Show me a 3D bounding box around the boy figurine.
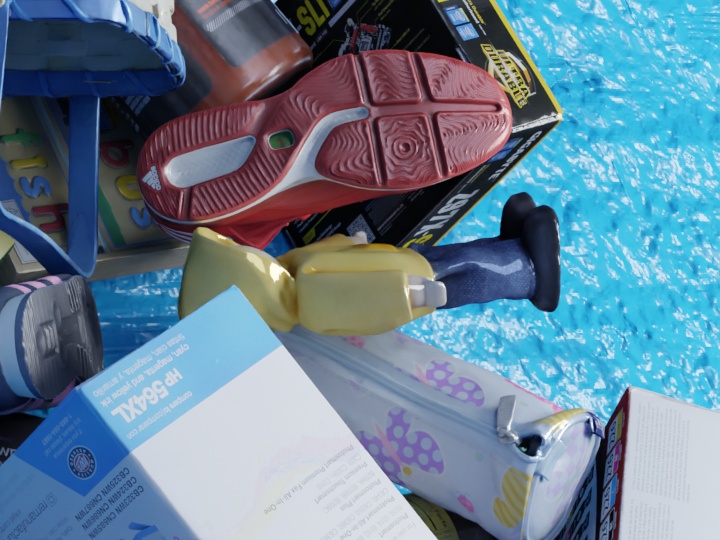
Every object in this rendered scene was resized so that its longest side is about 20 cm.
[{"bbox_3d":[0.000,0.000,1.520,0.199,0.065,0.124,-4,15,-13],"label":"boy figurine"}]

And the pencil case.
[{"bbox_3d":[0.028,0.078,1.552,0.199,0.083,0.091,24,-1,26],"label":"pencil case"}]

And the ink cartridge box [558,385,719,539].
[{"bbox_3d":[0.148,0.199,1.569,0.083,0.176,0.201,15,48,-6],"label":"ink cartridge box"}]

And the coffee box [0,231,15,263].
[{"bbox_3d":[-0.285,-0.036,1.484,0.200,0.044,0.123,42,42,-5],"label":"coffee box"}]

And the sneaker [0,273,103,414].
[{"bbox_3d":[-0.180,0.039,1.460,0.200,0.082,0.071,29,53,-81],"label":"sneaker"}]

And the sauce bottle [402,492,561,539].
[{"bbox_3d":[0.027,0.153,1.571,0.199,0.065,0.065,-8,64,-42],"label":"sauce bottle"}]

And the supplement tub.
[{"bbox_3d":[-0.124,-0.159,1.617,0.200,0.107,0.107,50,43,4],"label":"supplement tub"}]

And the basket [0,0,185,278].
[{"bbox_3d":[-0.163,-0.107,1.491,0.138,0.176,0.201,-4,75,9],"label":"basket"}]

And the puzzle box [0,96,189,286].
[{"bbox_3d":[-0.180,-0.084,1.614,0.133,0.025,0.201,-10,66,-42],"label":"puzzle box"}]

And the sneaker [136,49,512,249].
[{"bbox_3d":[-0.022,-0.061,1.557,0.199,0.116,0.079,-8,80,-5],"label":"sneaker"}]

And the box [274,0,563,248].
[{"bbox_3d":[0.009,-0.095,1.639,0.049,0.200,0.160,-16,69,-41],"label":"box"}]

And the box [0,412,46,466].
[{"bbox_3d":[-0.142,0.169,1.450,0.143,0.036,0.201,17,52,-29],"label":"box"}]

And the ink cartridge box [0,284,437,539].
[{"bbox_3d":[-0.066,0.138,1.412,0.200,0.129,0.125,51,43,6],"label":"ink cartridge box"}]
